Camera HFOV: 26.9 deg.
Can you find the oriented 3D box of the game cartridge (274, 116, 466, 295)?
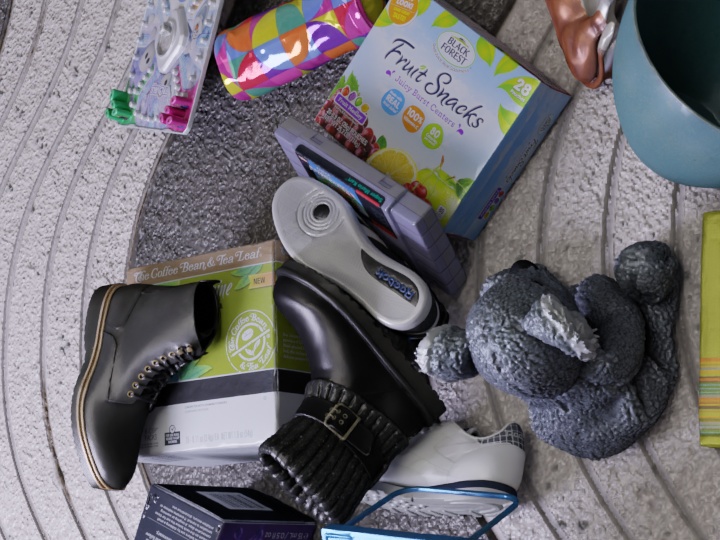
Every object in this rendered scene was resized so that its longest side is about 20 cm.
[{"bbox_3d":[0.007,-0.062,1.429,0.200,0.130,0.038,35,79,36],"label":"game cartridge"}]

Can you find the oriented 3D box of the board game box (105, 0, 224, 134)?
[{"bbox_3d":[-0.213,-0.253,1.645,0.200,0.026,0.201,15,90,58],"label":"board game box"}]

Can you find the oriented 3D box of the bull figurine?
[{"bbox_3d":[0.197,-0.267,1.355,0.121,0.065,0.201,-47,60,59],"label":"bull figurine"}]

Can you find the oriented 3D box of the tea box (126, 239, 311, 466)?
[{"bbox_3d":[-0.118,0.087,1.488,0.199,0.133,0.198,-11,74,35],"label":"tea box"}]

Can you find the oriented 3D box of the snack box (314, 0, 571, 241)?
[{"bbox_3d":[0.075,-0.155,1.433,0.200,0.068,0.169,44,108,32],"label":"snack box"}]

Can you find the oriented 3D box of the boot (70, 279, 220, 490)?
[{"bbox_3d":[-0.197,0.104,1.418,0.138,0.077,0.201,-8,78,32],"label":"boot"}]

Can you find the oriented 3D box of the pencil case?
[{"bbox_3d":[-0.058,-0.242,1.538,0.199,0.088,0.089,-18,71,32],"label":"pencil case"}]

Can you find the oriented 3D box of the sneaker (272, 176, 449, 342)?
[{"bbox_3d":[0.000,0.000,1.418,0.073,0.112,0.200,-45,64,0],"label":"sneaker"}]

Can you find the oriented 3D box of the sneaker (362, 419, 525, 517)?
[{"bbox_3d":[0.062,0.180,1.387,0.199,0.076,0.081,-3,68,32],"label":"sneaker"}]

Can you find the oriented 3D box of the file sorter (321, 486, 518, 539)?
[{"bbox_3d":[0.070,0.296,1.278,0.138,0.123,0.201,-1,105,35],"label":"file sorter"}]

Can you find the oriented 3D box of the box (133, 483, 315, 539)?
[{"bbox_3d":[-0.151,0.318,1.462,0.104,0.148,0.201,19,94,36],"label":"box"}]

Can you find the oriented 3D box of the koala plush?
[{"bbox_3d":[0.158,0.062,1.248,0.177,0.200,0.185,-12,75,34],"label":"koala plush"}]

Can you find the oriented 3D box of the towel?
[{"bbox_3d":[0.324,0.047,1.245,0.086,0.018,0.201,-3,79,30],"label":"towel"}]

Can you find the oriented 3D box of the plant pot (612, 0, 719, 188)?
[{"bbox_3d":[0.284,-0.145,1.220,0.135,0.199,0.201,120,135,-55],"label":"plant pot"}]

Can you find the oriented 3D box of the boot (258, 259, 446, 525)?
[{"bbox_3d":[-0.042,0.108,1.350,0.158,0.079,0.211,-42,82,-15],"label":"boot"}]
